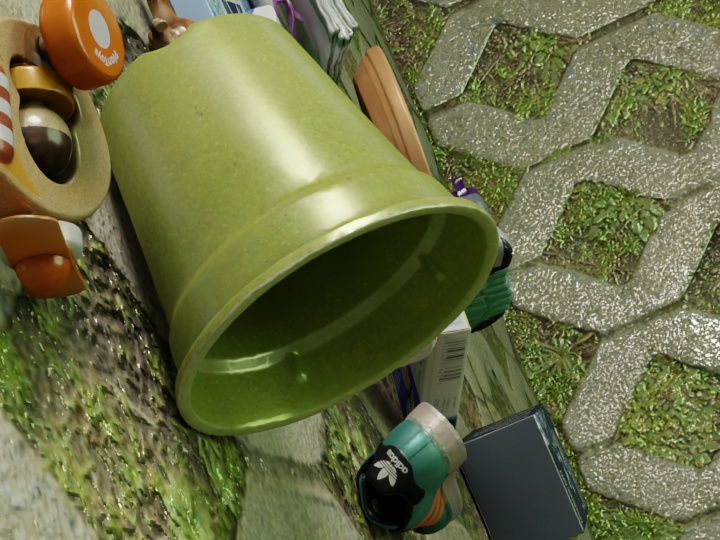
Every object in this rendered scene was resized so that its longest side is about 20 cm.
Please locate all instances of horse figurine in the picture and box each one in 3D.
[{"bbox_3d":[-0.110,-0.139,1.074,0.200,0.050,0.133,54,-4,-22],"label":"horse figurine"}]

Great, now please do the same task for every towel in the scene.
[{"bbox_3d":[-0.053,-0.230,1.435,0.200,0.031,0.150,107,-35,-57],"label":"towel"}]

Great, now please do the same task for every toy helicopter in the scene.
[{"bbox_3d":[-0.157,-0.043,0.579,0.200,0.079,0.133,-35,110,-70],"label":"toy helicopter"}]

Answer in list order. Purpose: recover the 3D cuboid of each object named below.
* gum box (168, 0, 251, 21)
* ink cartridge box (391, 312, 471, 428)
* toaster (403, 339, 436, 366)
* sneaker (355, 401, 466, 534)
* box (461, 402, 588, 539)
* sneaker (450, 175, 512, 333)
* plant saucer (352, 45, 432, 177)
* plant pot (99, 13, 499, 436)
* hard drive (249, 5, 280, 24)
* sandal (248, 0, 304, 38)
[{"bbox_3d":[-0.146,-0.256,1.226,0.200,0.044,0.170,-42,108,-80],"label":"gum box"},{"bbox_3d":[0.056,0.051,1.379,0.198,0.047,0.200,92,-11,-47],"label":"ink cartridge box"},{"bbox_3d":[0.000,0.000,1.205,0.200,0.113,0.129,68,8,-47],"label":"toaster"},{"bbox_3d":[0.032,0.171,1.115,0.071,0.080,0.200,46,-18,22],"label":"sneaker"},{"bbox_3d":[0.198,0.253,1.721,0.200,0.107,0.149,4,63,-79],"label":"box"},{"bbox_3d":[0.104,-0.010,1.374,0.200,0.074,0.088,99,-25,-60],"label":"sneaker"},{"bbox_3d":[0.035,-0.125,1.423,0.200,0.037,0.201,-20,90,-90],"label":"plant saucer"},{"bbox_3d":[-0.054,-0.038,0.812,0.184,0.200,0.200,56,4,25],"label":"plant pot"},{"bbox_3d":[-0.061,-0.130,1.291,0.200,0.025,0.132,63,19,-64],"label":"hard drive"},{"bbox_3d":[-0.082,-0.242,1.385,0.083,0.050,0.203,60,-8,16],"label":"sandal"}]
